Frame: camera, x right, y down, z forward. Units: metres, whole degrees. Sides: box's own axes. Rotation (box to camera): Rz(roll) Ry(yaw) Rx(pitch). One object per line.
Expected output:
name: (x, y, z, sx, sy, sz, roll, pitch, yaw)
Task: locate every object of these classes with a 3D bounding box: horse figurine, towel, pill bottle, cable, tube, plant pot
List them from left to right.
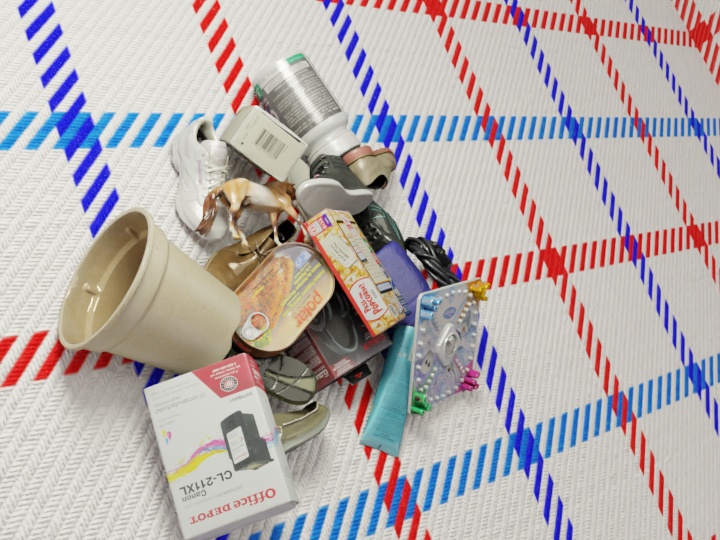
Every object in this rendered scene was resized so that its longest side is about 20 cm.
plant pot: (-0.266, 0.048, 1.202, 0.183, 0.200, 0.202, 33, 46, -35)
horse figurine: (-0.160, -0.094, 1.372, 0.199, 0.050, 0.134, 1, 59, -37)
pill bottle: (-0.092, -0.275, 1.590, 0.113, 0.113, 0.201, -32, 86, -46)
tube: (0.056, 0.189, 1.449, 0.077, 0.050, 0.202, 23, 72, -23)
towel: (0.062, 0.067, 1.532, 0.147, 0.049, 0.201, -37, 93, -26)
cable: (0.141, 0.015, 1.592, 0.200, 0.051, 0.164, 39, 23, -61)

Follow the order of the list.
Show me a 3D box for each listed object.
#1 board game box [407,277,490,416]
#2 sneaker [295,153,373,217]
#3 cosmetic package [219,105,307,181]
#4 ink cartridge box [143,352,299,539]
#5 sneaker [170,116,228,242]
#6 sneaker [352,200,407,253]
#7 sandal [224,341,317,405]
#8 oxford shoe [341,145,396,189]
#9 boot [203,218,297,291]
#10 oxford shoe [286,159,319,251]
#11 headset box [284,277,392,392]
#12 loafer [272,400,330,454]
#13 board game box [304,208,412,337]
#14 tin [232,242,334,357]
board game box: (0.150, 0.124, 1.498, 0.199, 0.026, 0.202, -12, 110, -53)
sneaker: (-0.065, -0.144, 1.483, 0.099, 0.071, 0.199, 49, 23, 20)
cosmetic package: (-0.157, -0.203, 1.433, 0.105, 0.200, 0.071, 36, 90, -18)
ink cartridge box: (-0.178, 0.230, 1.171, 0.144, 0.083, 0.202, -19, 73, -3)
sneaker: (-0.241, -0.143, 1.391, 0.074, 0.099, 0.202, 0, 66, -42)
sneaker: (0.014, -0.085, 1.607, 0.201, 0.075, 0.079, 55, 25, -3)
sandal: (-0.157, 0.136, 1.315, 0.200, 0.057, 0.080, 34, 67, -4)
oxford shoe: (0.024, -0.177, 1.637, 0.075, 0.070, 0.200, 64, 23, 5)
boot: (-0.171, -0.023, 1.394, 0.074, 0.075, 0.200, 51, 44, -5)
oxford shoe: (-0.069, -0.108, 1.546, 0.075, 0.058, 0.201, -9, 69, -41)
headset box: (-0.053, 0.088, 1.423, 0.148, 0.077, 0.201, -25, 80, -46)
loafer: (-0.121, 0.228, 1.277, 0.199, 0.075, 0.070, -27, 87, -46)
board game box: (0.000, 0.000, 1.416, 0.201, 0.046, 0.151, 58, 12, 5)
tin: (-0.117, 0.043, 1.321, 0.112, 0.042, 0.200, 39, 53, 2)
